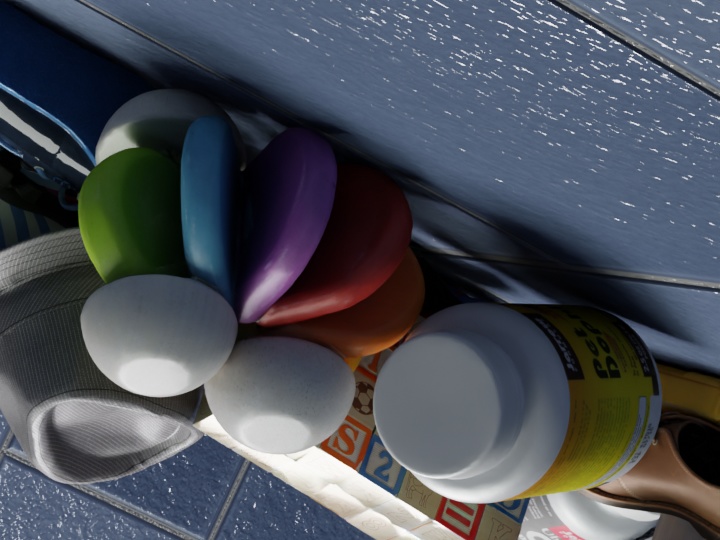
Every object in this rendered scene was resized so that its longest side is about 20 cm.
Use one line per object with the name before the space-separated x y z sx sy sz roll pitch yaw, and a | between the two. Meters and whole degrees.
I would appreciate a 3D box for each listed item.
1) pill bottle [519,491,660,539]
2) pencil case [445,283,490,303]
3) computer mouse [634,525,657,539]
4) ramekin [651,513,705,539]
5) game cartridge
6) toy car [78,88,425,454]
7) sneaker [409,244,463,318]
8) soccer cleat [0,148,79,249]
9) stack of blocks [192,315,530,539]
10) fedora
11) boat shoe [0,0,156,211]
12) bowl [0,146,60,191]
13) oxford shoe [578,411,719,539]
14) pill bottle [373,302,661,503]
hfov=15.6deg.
pill bottle | 0.156 0.145 1.891 0.110 0.111 0.200 28 157 -23
pencil case | -0.004 0.028 1.768 0.199 0.087 0.078 24 -179 20
computer mouse | 0.238 0.199 1.888 0.110 0.199 0.044 155 95 -83
ramekin | 0.280 0.195 1.703 0.200 0.098 0.200 24 173 3
game cartridge | 0.252 0.106 1.670 0.176 0.033 0.200 29 170 -31
toy car | -0.051 -0.013 1.413 0.199 0.176 0.150 28 138 -32
sneaker | 0.000 0.000 1.671 0.199 0.077 0.084 31 139 8
soccer cleat | -0.196 -0.010 1.567 0.200 0.086 0.070 37 -164 -42
stack of blocks | 0.011 0.086 1.561 0.199 0.116 0.058 33 147 -20
fedora | -0.156 0.063 1.539 0.176 0.091 0.200 -21 152 10
boat shoe | -0.167 -0.089 1.500 0.200 0.084 0.069 41 144 -17
bowl | -0.260 -0.097 1.657 0.200 0.106 0.201 24 174 3
oxford shoe | 0.186 0.110 1.617 0.199 0.071 0.072 19 143 37
pill bottle | 0.086 0.073 1.467 0.109 0.110 0.200 22 -171 26
